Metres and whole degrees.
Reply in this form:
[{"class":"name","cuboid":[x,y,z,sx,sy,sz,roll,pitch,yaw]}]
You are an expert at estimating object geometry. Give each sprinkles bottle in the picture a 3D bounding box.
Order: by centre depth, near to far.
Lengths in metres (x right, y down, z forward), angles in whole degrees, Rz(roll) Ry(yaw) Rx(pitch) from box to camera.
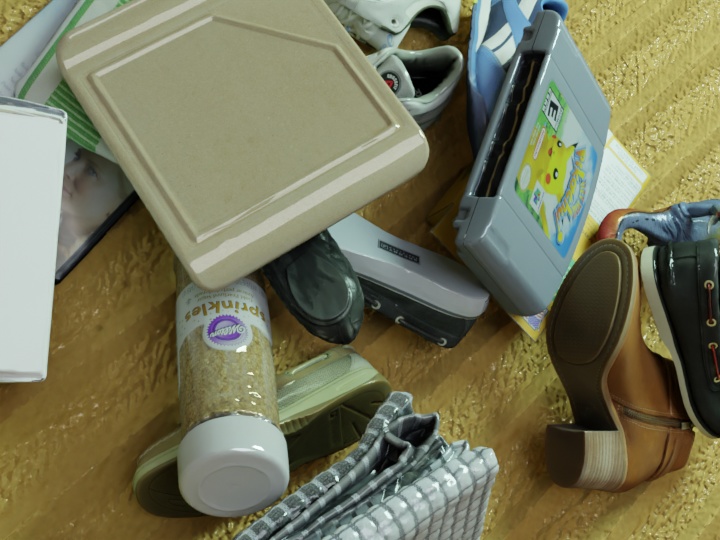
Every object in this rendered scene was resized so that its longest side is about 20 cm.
[{"class":"sprinkles bottle","cuboid":[-0.089,0.060,0.744,0.067,0.069,0.202,12,40,-22]}]

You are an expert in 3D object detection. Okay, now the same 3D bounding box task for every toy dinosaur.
[{"class":"toy dinosaur","cuboid":[0.271,-0.022,0.971,0.179,0.200,0.107,15,108,-13]}]

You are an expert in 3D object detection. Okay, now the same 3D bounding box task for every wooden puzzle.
[{"class":"wooden puzzle","cuboid":[-0.078,-0.108,0.756,0.183,0.037,0.201,-30,77,-17]}]

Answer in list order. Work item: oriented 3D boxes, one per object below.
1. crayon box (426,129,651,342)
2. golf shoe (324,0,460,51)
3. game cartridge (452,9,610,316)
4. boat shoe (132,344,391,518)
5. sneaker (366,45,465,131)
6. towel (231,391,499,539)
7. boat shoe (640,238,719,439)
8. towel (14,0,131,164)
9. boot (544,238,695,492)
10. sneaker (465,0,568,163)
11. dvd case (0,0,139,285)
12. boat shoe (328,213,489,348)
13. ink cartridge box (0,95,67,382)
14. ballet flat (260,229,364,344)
[{"class":"crayon box","cuboid":[0.142,-0.050,0.941,0.126,0.051,0.201,45,63,-9]},{"class":"golf shoe","cuboid":[0.001,-0.219,0.904,0.197,0.078,0.099,-13,89,-26]},{"class":"game cartridge","cuboid":[0.137,-0.076,0.860,0.133,0.040,0.203,45,60,-51]},{"class":"boat shoe","cuboid":[-0.073,0.109,0.799,0.198,0.074,0.063,-23,44,-24]},{"class":"sneaker","cuboid":[-0.004,-0.131,0.867,0.198,0.088,0.075,-28,83,-28]},{"class":"towel","cuboid":[-0.006,0.189,0.738,0.164,0.202,0.085,-31,56,-27]},{"class":"boat shoe","cuboid":[0.278,0.060,0.896,0.203,0.062,0.074,62,31,-33]},{"class":"towel","cuboid":[-0.125,-0.128,0.790,0.198,0.023,0.154,27,66,7]},{"class":"boot","cuboid":[0.221,0.077,0.913,0.153,0.073,0.204,3,101,-40]},{"class":"sneaker","cuboid":[0.126,-0.160,0.910,0.081,0.074,0.203,5,55,8]},{"class":"dvd case","cuboid":[-0.203,-0.109,0.809,0.143,0.018,0.201,43,63,-9]},{"class":"boat shoe","cuboid":[0.000,0.000,0.853,0.197,0.057,0.069,25,28,-3]},{"class":"ink cartridge box","cuboid":[-0.225,-0.008,0.660,0.083,0.200,0.148,5,83,-18]},{"class":"ballet flat","cuboid":[-0.059,-0.032,0.792,0.066,0.057,0.202,-25,65,-8]}]
